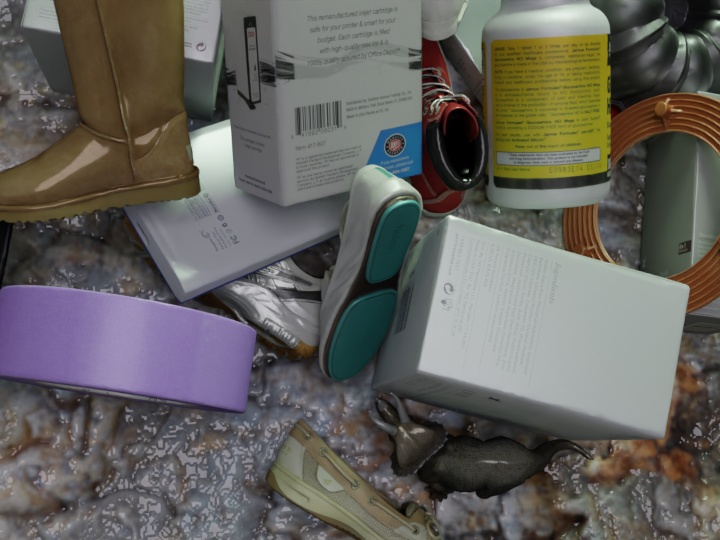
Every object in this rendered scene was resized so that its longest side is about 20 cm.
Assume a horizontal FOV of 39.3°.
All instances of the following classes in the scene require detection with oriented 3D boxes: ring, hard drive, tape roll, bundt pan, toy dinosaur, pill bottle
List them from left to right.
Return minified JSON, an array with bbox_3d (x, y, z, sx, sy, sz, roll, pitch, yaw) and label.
[{"bbox_3d":[-0.181,0.064,0.774,0.196,0.200,0.067,10,80,-7],"label":"tape roll"},{"bbox_3d":[-0.098,-0.066,0.848,0.198,0.025,0.133,-24,72,-34],"label":"hard drive"},{"bbox_3d":[0.099,0.164,0.848,0.196,0.102,0.079,13,81,4],"label":"toy dinosaur"},{"bbox_3d":[0.161,-0.162,0.874,0.110,0.112,0.205,-5,103,-10],"label":"pill bottle"},{"bbox_3d":[0.260,-0.059,0.882,0.019,0.198,0.205,14,76,-43],"label":"ring"},{"bbox_3d":[0.292,-0.243,0.933,0.198,0.076,0.207,-3,98,-21],"label":"bundt pan"}]

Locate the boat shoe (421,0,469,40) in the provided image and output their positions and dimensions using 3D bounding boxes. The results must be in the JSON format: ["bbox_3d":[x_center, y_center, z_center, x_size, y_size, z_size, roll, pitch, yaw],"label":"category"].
[{"bbox_3d":[0.068,-0.253,0.894,0.069,0.201,0.071,-3,118,4],"label":"boat shoe"}]

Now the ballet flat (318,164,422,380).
[{"bbox_3d":[0.000,0.000,0.826,0.068,0.202,0.070,11,38,-9],"label":"ballet flat"}]

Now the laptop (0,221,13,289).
[{"bbox_3d":[-0.376,0.025,0.797,0.102,0.198,0.181,17,77,-44],"label":"laptop"}]

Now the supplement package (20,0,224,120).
[{"bbox_3d":[-0.180,-0.257,0.850,0.148,0.151,0.205,9,80,-7],"label":"supplement package"}]

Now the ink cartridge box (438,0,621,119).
[{"bbox_3d":[0.195,-0.215,0.961,0.199,0.044,0.175,-36,87,-13],"label":"ink cartridge box"}]

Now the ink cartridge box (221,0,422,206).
[{"bbox_3d":[-0.028,-0.169,0.798,0.144,0.084,0.204,-15,113,-34],"label":"ink cartridge box"}]

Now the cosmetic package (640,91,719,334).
[{"bbox_3d":[0.316,-0.049,0.922,0.088,0.107,0.205,5,79,-9],"label":"cosmetic package"}]

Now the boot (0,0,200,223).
[{"bbox_3d":[-0.207,-0.147,0.736,0.171,0.066,0.204,-11,108,-14],"label":"boot"}]

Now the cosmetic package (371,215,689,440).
[{"bbox_3d":[0.128,0.059,0.826,0.196,0.199,0.126,14,78,-6],"label":"cosmetic package"}]

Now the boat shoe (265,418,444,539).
[{"bbox_3d":[0.017,0.201,0.852,0.198,0.073,0.064,29,82,4],"label":"boat shoe"}]

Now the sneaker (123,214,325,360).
[{"bbox_3d":[-0.108,-0.009,0.869,0.198,0.075,0.089,35,71,-12],"label":"sneaker"}]

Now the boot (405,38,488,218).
[{"bbox_3d":[0.063,-0.159,0.879,0.071,0.144,0.204,-13,82,-9],"label":"boot"}]
